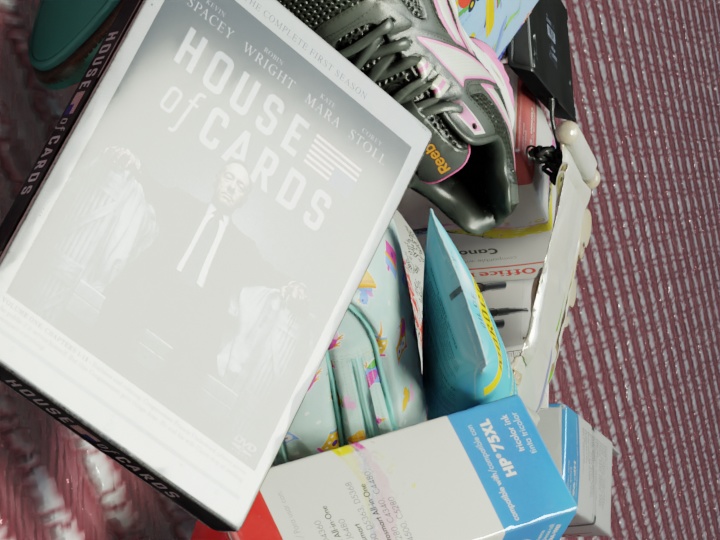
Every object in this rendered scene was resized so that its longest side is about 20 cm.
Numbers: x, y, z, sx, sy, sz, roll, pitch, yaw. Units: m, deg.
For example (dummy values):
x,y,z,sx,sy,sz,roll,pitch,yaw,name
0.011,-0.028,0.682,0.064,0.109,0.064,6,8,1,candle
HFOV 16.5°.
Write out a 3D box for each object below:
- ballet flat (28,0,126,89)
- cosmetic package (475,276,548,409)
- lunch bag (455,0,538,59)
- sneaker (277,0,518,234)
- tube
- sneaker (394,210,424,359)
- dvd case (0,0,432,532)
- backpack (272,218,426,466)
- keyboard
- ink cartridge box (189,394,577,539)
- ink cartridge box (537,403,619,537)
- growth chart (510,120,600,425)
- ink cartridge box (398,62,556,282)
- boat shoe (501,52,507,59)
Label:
x,y,z,sx,sy,sz,roll,pitch,yaw,name
-0.080,-0.152,1.078,0.070,0.067,0.200,39,59,-40,ballet flat
0.080,0.030,1.602,0.200,0.082,0.051,-79,161,-66,cosmetic package
0.046,-0.152,1.233,0.151,0.094,0.200,-59,149,-31,lunch bag
0.024,-0.085,1.114,0.200,0.080,0.086,37,29,-47,sneaker
0.049,0.042,1.186,0.200,0.050,0.078,76,-10,-69,tube
0.001,0.000,1.342,0.108,0.067,0.202,81,5,-45,sneaker
-0.065,-0.017,1.012,0.150,0.025,0.200,38,66,-27,dvd case
-0.037,0.019,1.160,0.167,0.126,0.200,-82,164,-44,backpack
0.104,-0.112,1.437,0.200,0.021,0.127,21,64,-77,keyboard
-0.014,0.135,1.136,0.067,0.200,0.116,64,-26,26,ink cartridge box
0.101,0.138,1.646,0.200,0.116,0.068,37,53,-69,ink cartridge box
0.107,0.014,1.412,0.145,0.018,0.200,65,38,-69,growth chart
0.066,-0.047,1.551,0.200,0.116,0.068,59,31,-58,ink cartridge box
0.044,-0.153,1.487,0.200,0.075,0.061,-165,-105,-72,boat shoe
